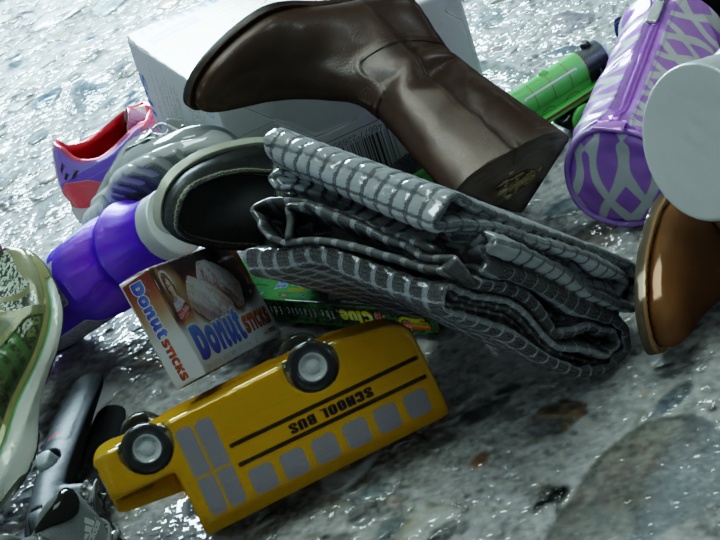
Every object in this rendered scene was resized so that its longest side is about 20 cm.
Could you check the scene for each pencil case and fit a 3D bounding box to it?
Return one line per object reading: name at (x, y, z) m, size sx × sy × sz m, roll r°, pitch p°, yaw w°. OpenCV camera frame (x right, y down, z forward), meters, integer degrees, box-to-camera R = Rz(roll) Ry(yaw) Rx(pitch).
pencil case at (0.192, -0.113, 1.504) m, size 0.084 × 0.086 × 0.200 m, roll 7°, pitch 39°, yaw 14°

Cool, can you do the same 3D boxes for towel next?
towel at (0.047, -0.003, 1.312) m, size 0.165 × 0.200 × 0.086 m, roll 21°, pitch 92°, yaw 42°

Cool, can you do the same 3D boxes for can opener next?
can opener at (-0.179, 0.123, 1.401) m, size 0.078 × 0.063 × 0.200 m, roll -16°, pitch 29°, yaw 14°

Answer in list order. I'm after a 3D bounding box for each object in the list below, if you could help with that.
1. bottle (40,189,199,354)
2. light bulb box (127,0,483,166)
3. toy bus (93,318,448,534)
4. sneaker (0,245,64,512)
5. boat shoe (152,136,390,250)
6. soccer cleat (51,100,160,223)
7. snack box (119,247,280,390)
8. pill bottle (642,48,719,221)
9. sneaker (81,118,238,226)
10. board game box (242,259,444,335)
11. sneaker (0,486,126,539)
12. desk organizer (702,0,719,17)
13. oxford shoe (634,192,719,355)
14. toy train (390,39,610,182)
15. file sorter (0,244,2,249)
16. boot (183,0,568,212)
bottle at (-0.177, 0.001, 1.534) m, size 0.083 × 0.065 × 0.200 m, roll -37°, pitch 4°, yaw -42°
light bulb box at (-0.037, -0.134, 1.646) m, size 0.198 × 0.125 × 0.200 m, roll -24°, pitch 24°, yaw -14°
toy bus at (-0.055, 0.092, 1.334) m, size 0.200 × 0.078 × 0.065 m, roll -26°, pitch 6°, yaw -5°
sneaker at (-0.250, 0.060, 1.461) m, size 0.077 × 0.088 × 0.200 m, roll -35°, pitch 40°, yaw 40°
boat shoe at (-0.039, -0.042, 1.453) m, size 0.200 × 0.072 × 0.068 m, roll 1°, pitch 19°, yaw -36°
soccer cleat at (-0.143, -0.108, 1.760) m, size 0.200 × 0.073 × 0.068 m, roll -27°, pitch 28°, yaw -6°
snack box at (-0.097, 0.025, 1.411) m, size 0.024 × 0.072 × 0.200 m, roll -28°, pitch 0°, yaw 12°
pill bottle at (0.265, -0.092, 1.320) m, size 0.200 × 0.110 × 0.109 m, roll -15°, pitch 18°, yaw -37°
sneaker at (-0.137, -0.075, 1.552) m, size 0.200 × 0.075 × 0.082 m, roll -21°, pitch 49°, yaw 58°
board game box at (0.000, 0.000, 1.521) m, size 0.200 × 0.023 × 0.105 m, roll 4°, pitch 40°, yaw 41°
sneaker at (-0.123, 0.169, 1.224) m, size 0.200 × 0.116 × 0.075 m, roll -5°, pitch 33°, yaw 31°
desk organizer at (0.282, -0.188, 1.582) m, size 0.077 × 0.072 × 0.200 m, roll -31°, pitch 29°, yaw -10°
oxford shoe at (0.216, -0.020, 1.346) m, size 0.071 × 0.071 × 0.200 m, roll 3°, pitch 36°, yaw 31°
toy train at (0.104, -0.097, 1.573) m, size 0.200 × 0.056 × 0.042 m, roll -34°, pitch 30°, yaw -17°
file sorter at (-0.330, 0.036, 1.600) m, size 0.139 × 0.126 × 0.200 m, roll -19°, pitch 28°, yaw 10°
boot at (0.012, -0.096, 1.454) m, size 0.186 × 0.064 × 0.200 m, roll -29°, pitch 61°, yaw -23°
